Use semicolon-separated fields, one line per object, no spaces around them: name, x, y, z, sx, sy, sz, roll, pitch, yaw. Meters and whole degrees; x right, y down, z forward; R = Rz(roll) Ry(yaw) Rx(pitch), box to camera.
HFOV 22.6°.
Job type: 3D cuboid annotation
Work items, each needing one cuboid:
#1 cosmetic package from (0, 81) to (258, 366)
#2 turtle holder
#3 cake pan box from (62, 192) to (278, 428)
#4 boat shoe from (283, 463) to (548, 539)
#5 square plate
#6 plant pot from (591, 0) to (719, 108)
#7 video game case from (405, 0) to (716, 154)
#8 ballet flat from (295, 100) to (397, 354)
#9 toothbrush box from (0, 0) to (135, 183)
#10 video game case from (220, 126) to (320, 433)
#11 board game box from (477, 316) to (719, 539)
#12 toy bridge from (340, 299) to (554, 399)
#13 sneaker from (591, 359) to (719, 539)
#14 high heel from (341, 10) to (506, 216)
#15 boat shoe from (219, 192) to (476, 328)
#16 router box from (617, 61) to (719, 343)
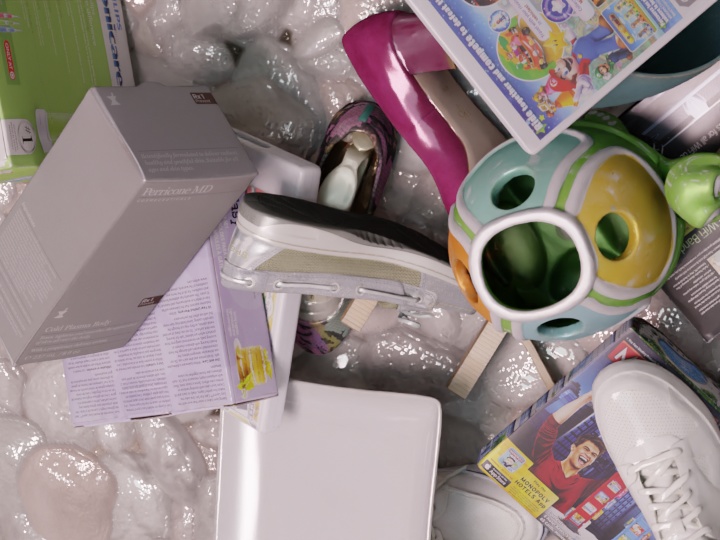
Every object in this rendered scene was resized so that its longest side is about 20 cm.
cosmetic package;-0.169;-0.031;1.218;0.200;0.106;0.091;-47;64;38
turtle holder;0.144;-0.018;1.147;0.184;0.132;0.142;9;109;19
cake pan box;-0.155;0.015;1.316;0.199;0.052;0.186;-12;86;43
boat shoe;0.036;0.179;1.330;0.200;0.086;0.075;12;109;16
square plate;-0.024;0.179;1.301;0.199;0.028;0.200;6;94;36
plant pot;0.133;-0.185;1.155;0.200;0.200;0.135;49;148;0
video game case;0.130;-0.185;1.031;0.200;0.018;0.143;-40;101;2
ballet flat;-0.024;-0.025;1.301;0.069;0.071;0.201;21;111;9
toothbrush box;-0.239;-0.138;1.261;0.085;0.200;0.147;-10;92;22
video game case;-0.110;-0.007;1.320;0.181;0.023;0.202;26;115;40
board game box;0.220;0.124;1.248;0.200;0.062;0.200;42;110;-12
toy bridge;0.086;0.061;1.301;0.199;0.027;0.068;32;93;-1
sneaker;0.212;0.160;1.169;0.073;0.116;0.201;-27;107;18
high heel;0.052;-0.087;1.273;0.096;0.067;0.202;-4;104;40
boat shoe;0.000;0.000;1.237;0.201;0.074;0.065;13;107;-31
router box;0.259;-0.074;1.198;0.200;0.052;0.158;-40;90;25
